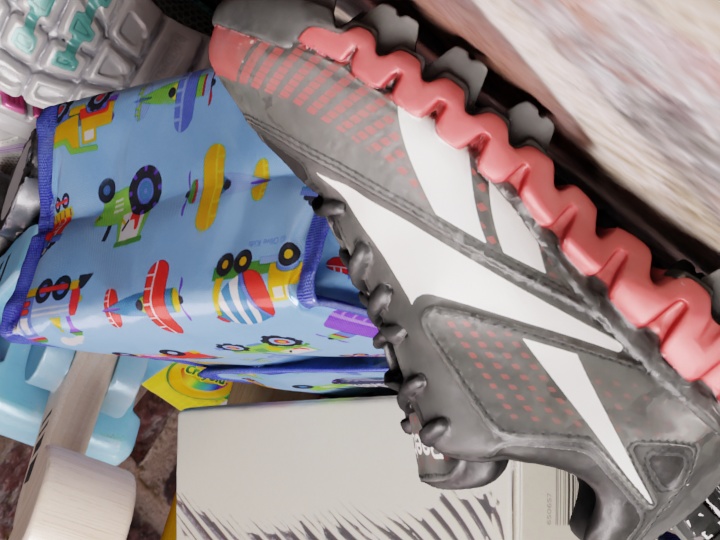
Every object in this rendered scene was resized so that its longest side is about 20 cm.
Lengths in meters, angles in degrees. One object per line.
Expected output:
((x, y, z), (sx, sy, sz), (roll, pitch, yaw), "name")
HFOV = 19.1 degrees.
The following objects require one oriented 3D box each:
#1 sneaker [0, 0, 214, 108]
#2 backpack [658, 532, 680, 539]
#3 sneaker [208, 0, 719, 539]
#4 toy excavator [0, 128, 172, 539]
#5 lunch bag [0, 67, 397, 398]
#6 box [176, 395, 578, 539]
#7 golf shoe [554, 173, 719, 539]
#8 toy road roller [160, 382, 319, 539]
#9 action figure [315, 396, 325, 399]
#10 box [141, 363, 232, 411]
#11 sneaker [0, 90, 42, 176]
((-0.106, -0.099, 0.901), (0.200, 0.078, 0.091), (35, -172, -21), "sneaker")
((0.092, 0.137, 0.914), (0.200, 0.184, 0.147), (32, -167, 32), "backpack")
((0.027, 0.003, 0.590), (0.200, 0.098, 0.071), (40, 179, -3), "sneaker")
((-0.114, 0.048, 0.860), (0.099, 0.201, 0.194), (20, 159, -18), "toy excavator")
((-0.003, 0.005, 0.778), (0.150, 0.095, 0.200), (-8, 156, 40), "lunch bag")
((0.017, 0.084, 0.828), (0.082, 0.069, 0.199), (7, 171, -39), "box")
((0.073, 0.032, 0.676), (0.200, 0.078, 0.094), (40, 178, -5), "golf shoe")
((-0.046, 0.120, 1.058), (0.145, 0.124, 0.200), (4, 155, 26), "toy road roller")
((0.000, 0.000, 0.884), (0.065, 0.100, 0.200), (6, 165, 27), "action figure")
((-0.071, 0.050, 1.177), (0.200, 0.048, 0.118), (44, -170, -50), "box")
((-0.105, -0.056, 0.984), (0.199, 0.082, 0.088), (23, 142, -21), "sneaker")
